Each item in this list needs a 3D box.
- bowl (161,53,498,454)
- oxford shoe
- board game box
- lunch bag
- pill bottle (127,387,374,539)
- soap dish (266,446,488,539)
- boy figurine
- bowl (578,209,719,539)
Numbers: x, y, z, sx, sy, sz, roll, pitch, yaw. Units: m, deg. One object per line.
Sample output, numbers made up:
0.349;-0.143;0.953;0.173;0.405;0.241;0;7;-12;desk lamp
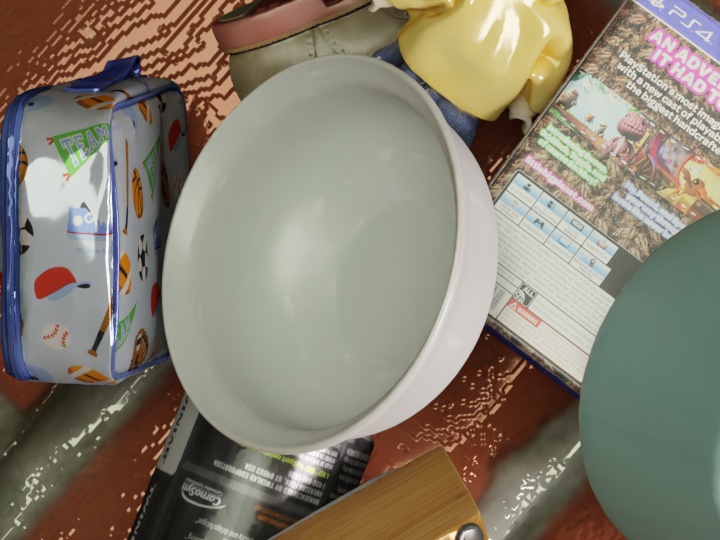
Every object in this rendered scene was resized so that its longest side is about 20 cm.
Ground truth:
0.000;0.000;1.450;0.200;0.090;0.202;-14;68;38;bowl
0.024;-0.131;1.568;0.199;0.070;0.075;-15;103;8;oxford shoe
0.157;-0.026;1.520;0.159;0.097;0.200;37;89;8;board game box
-0.137;-0.028;1.501;0.075;0.200;0.161;-1;98;7;lunch bag
-0.075;0.161;1.521;0.106;0.106;0.201;21;87;7;pill bottle
-0.008;0.204;1.463;0.199;0.081;0.158;-28;116;-26;soap dish
0.055;-0.126;1.502;0.124;0.065;0.200;30;109;-19;boy figurine
0.218;0.074;1.425;0.200;0.105;0.202;-7;110;-22;bowl
